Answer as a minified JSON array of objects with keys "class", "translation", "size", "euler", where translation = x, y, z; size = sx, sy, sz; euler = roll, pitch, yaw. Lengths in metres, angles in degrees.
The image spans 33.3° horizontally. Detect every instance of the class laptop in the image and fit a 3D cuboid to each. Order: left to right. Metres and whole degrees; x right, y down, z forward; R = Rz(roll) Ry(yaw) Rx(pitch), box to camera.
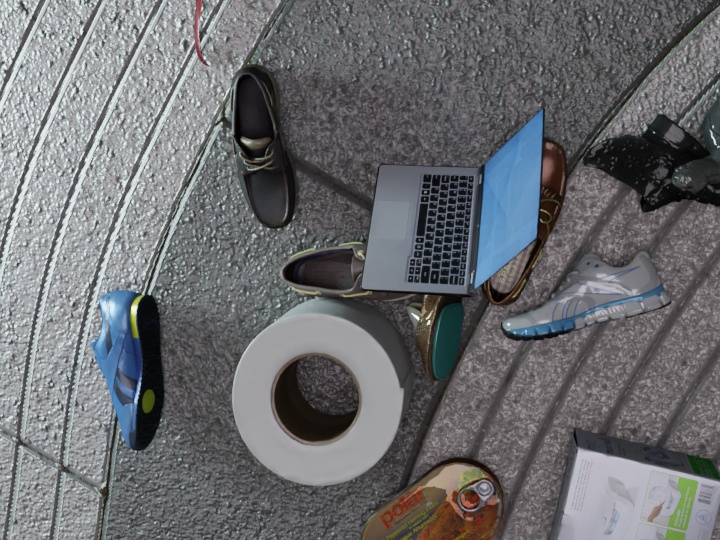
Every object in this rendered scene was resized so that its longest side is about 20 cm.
[{"class":"laptop","translation":[0.103,-0.079,1.355],"size":[0.198,0.116,0.188],"euler":[3,53,9]}]

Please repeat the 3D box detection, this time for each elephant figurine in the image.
[{"class":"elephant figurine","translation":[0.440,-0.170,1.328],"size":[0.198,0.155,0.143],"euler":[5,117,-1]}]

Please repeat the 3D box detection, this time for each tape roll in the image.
[{"class":"tape roll","translation":[-0.041,0.140,1.438],"size":[0.201,0.139,0.205],"euler":[1,97,7]}]

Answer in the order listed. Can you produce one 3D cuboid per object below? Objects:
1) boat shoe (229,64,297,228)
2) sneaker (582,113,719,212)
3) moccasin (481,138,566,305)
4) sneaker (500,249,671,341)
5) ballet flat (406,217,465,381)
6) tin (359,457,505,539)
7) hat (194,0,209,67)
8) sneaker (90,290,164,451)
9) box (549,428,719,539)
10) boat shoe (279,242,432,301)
[{"class":"boat shoe","translation":[-0.126,-0.147,1.449],"size":[0.074,0.073,0.202],"euler":[-12,95,10]},{"class":"sneaker","translation":[0.363,-0.101,1.393],"size":[0.200,0.060,0.104],"euler":[42,99,7]},{"class":"moccasin","translation":[0.189,-0.056,1.411],"size":[0.073,0.078,0.203],"euler":[25,100,5]},{"class":"sneaker","translation":[0.258,0.027,1.423],"size":[0.198,0.075,0.087],"euler":[-16,84,5]},{"class":"ballet flat","translation":[0.092,0.030,1.452],"size":[0.065,0.070,0.202],"euler":[15,97,33]},{"class":"tin","translation":[0.088,0.313,1.491],"size":[0.200,0.042,0.112],"euler":[-37,94,11]},{"class":"hat","translation":[-0.216,-0.403,1.462],"size":[0.165,0.176,0.201],"euler":[22,62,7]},{"class":"sneaker","translation":[-0.296,0.125,1.516],"size":[0.078,0.066,0.202],"euler":[1,97,20]},{"class":"box","translation":[0.317,0.312,1.427],"size":[0.175,0.097,0.202],"euler":[12,98,7]},{"class":"boat shoe","translation":[0.000,0.000,1.428],"size":[0.198,0.059,0.073],"euler":[-3,86,26]}]
